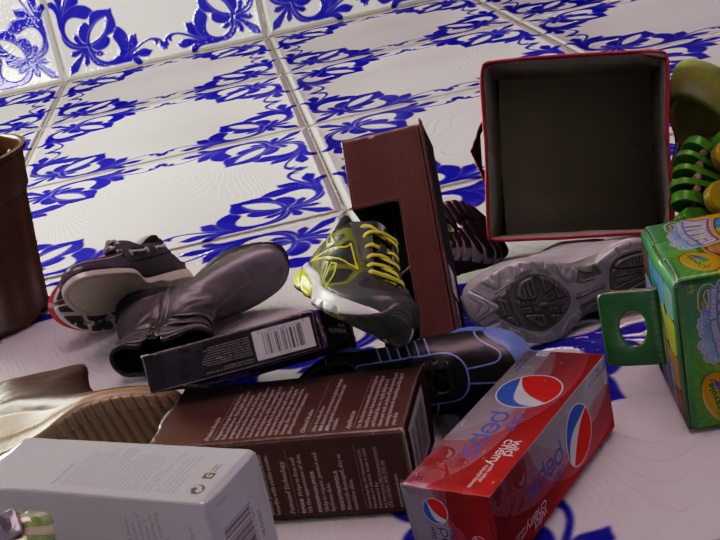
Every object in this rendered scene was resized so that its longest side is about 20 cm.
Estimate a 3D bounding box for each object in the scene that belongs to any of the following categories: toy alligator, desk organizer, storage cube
[{"bbox_3d":[0.298,-0.054,1.094,0.054,0.201,0.059,19,-22,-6],"label":"toy alligator"},{"bbox_3d":[0.040,-0.024,1.105,0.076,0.202,0.072,-12,-17,9],"label":"desk organizer"},{"bbox_3d":[0.214,-0.120,1.219,0.198,0.173,0.180,-2,3,12],"label":"storage cube"}]

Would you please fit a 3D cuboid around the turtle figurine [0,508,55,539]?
[{"bbox_3d":[-0.248,0.197,0.722,0.199,0.145,0.194,26,-16,-22],"label":"turtle figurine"}]

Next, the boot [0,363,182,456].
[{"bbox_3d":[-0.247,0.115,1.076,0.198,0.073,0.167,-16,23,-2],"label":"boot"}]

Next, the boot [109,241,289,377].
[{"bbox_3d":[-0.154,0.046,1.234,0.199,0.070,0.132,-26,22,-3],"label":"boot"}]

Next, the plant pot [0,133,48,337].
[{"bbox_3d":[-0.452,-0.031,1.398,0.198,0.200,0.201,-11,20,4],"label":"plant pot"}]

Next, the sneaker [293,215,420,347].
[{"bbox_3d":[0.000,0.000,0.996,0.074,0.085,0.200,27,1,-24],"label":"sneaker"}]

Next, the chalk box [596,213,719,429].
[{"bbox_3d":[0.284,0.033,0.930,0.198,0.126,0.124,-11,20,5],"label":"chalk box"}]

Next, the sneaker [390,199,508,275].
[{"bbox_3d":[0.062,-0.010,1.250,0.115,0.076,0.199,-43,-24,27],"label":"sneaker"}]

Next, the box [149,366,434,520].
[{"bbox_3d":[-0.050,0.133,0.924,0.198,0.076,0.100,-5,22,14],"label":"box"}]

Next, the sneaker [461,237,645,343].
[{"bbox_3d":[0.174,0.014,1.131,0.198,0.079,0.099,-10,12,-21],"label":"sneaker"}]

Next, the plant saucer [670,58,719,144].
[{"bbox_3d":[0.366,-0.119,1.209,0.031,0.201,0.200,-37,24,-4],"label":"plant saucer"}]

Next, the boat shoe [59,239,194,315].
[{"bbox_3d":[-0.256,0.001,1.301,0.073,0.063,0.200,-41,-17,22],"label":"boat shoe"}]

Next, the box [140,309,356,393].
[{"bbox_3d":[-0.086,0.069,1.037,0.142,0.036,0.200,-16,-4,7],"label":"box"}]

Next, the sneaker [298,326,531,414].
[{"bbox_3d":[0.038,0.091,0.981,0.199,0.071,0.078,-11,8,30],"label":"sneaker"}]

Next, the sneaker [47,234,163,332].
[{"bbox_3d":[-0.290,0.022,1.373,0.084,0.078,0.200,-14,10,27],"label":"sneaker"}]

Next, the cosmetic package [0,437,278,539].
[{"bbox_3d":[-0.161,0.175,0.833,0.198,0.103,0.074,1,23,27],"label":"cosmetic package"}]

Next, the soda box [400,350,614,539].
[{"bbox_3d":[0.110,0.128,0.859,0.070,0.064,0.200,2,25,34],"label":"soda box"}]
